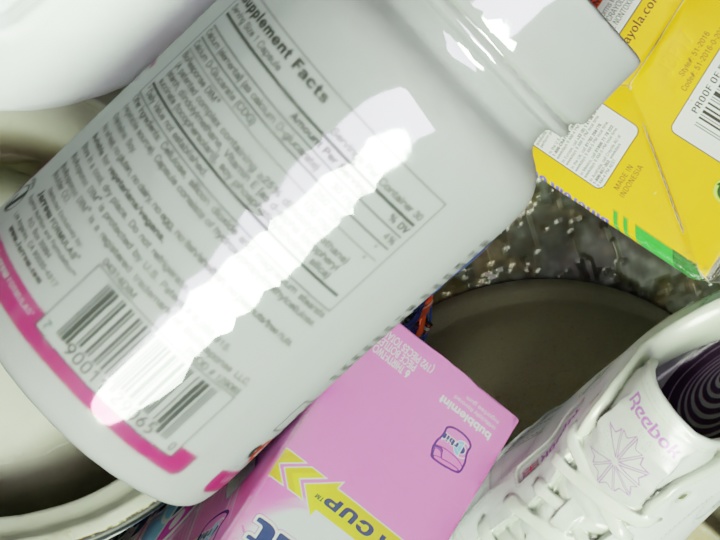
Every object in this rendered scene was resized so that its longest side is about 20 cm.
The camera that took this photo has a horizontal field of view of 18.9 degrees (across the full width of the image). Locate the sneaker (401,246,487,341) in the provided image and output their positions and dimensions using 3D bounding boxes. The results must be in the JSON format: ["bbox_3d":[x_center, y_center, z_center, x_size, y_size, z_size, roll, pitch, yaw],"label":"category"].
[{"bbox_3d":[0.000,0.000,0.807,0.078,0.200,0.075,10,65,-29],"label":"sneaker"}]

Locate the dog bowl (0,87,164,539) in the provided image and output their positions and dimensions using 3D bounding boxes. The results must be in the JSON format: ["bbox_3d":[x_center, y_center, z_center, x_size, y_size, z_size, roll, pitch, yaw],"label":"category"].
[{"bbox_3d":[-0.135,0.018,0.777,0.200,0.074,0.200,4,65,-9],"label":"dog bowl"}]

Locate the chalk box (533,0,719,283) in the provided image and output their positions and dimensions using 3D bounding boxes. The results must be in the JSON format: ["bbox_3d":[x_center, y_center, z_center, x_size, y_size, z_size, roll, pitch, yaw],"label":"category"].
[{"bbox_3d":[0.129,-0.075,0.791,0.124,0.200,0.125,36,99,17],"label":"chalk box"}]

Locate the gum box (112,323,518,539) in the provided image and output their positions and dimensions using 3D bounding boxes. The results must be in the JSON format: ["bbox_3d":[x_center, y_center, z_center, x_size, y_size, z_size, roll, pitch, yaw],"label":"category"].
[{"bbox_3d":[-0.040,0.101,0.777,0.066,0.200,0.114,39,59,-9],"label":"gum box"}]

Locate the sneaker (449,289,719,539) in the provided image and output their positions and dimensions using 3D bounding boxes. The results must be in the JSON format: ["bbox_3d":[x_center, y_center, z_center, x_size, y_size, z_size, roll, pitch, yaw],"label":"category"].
[{"bbox_3d":[0.075,0.070,0.729,0.200,0.100,0.075,-43,74,1],"label":"sneaker"}]

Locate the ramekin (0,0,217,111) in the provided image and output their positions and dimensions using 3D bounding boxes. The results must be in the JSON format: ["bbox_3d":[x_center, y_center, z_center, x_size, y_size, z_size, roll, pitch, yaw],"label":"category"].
[{"bbox_3d":[-0.113,-0.148,0.685,0.200,0.098,0.201,-6,126,-8],"label":"ramekin"}]

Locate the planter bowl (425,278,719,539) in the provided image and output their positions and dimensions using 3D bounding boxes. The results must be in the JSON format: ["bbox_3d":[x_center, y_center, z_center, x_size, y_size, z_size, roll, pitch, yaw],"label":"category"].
[{"bbox_3d":[0.082,0.118,0.859,0.200,0.135,0.201,-3,108,-8],"label":"planter bowl"}]

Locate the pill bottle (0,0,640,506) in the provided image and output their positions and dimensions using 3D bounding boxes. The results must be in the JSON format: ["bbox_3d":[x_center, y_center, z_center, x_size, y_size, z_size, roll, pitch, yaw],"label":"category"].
[{"bbox_3d":[-0.018,-0.031,0.674,0.200,0.113,0.113,-42,109,8],"label":"pill bottle"}]
